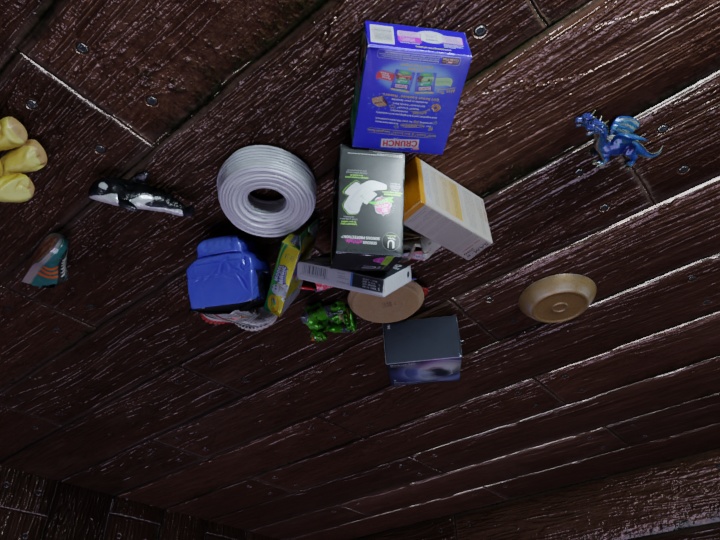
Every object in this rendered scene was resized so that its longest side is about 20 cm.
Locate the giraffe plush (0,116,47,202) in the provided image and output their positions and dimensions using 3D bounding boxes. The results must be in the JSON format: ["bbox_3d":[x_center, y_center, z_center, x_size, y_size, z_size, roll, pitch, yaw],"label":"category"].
[{"bbox_3d":[-0.702,-0.190,1.071,0.161,0.201,0.173,15,153,28],"label":"giraffe plush"}]

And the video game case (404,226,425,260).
[{"bbox_3d":[0.073,-0.084,1.325,0.198,0.018,0.143,8,141,-12],"label":"video game case"}]

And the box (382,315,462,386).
[{"bbox_3d":[0.166,0.222,1.606,0.198,0.124,0.199,-7,151,5],"label":"box"}]

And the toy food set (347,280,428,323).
[{"bbox_3d":[0.067,0.067,1.491,0.197,0.049,0.200,-19,138,20],"label":"toy food set"}]

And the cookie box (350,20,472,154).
[{"bbox_3d":[0.076,-0.300,1.004,0.170,0.076,0.201,4,141,-7],"label":"cookie box"}]

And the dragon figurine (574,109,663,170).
[{"bbox_3d":[0.489,-0.244,1.103,0.198,0.059,0.100,3,142,-3],"label":"dragon figurine"}]

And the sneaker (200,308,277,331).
[{"bbox_3d":[-0.303,0.099,1.495,0.198,0.078,0.082,5,140,-8],"label":"sneaker"}]

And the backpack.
[{"bbox_3d":[-0.274,0.012,1.321,0.161,0.169,0.200,-3,174,7],"label":"backpack"}]

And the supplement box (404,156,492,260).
[{"bbox_3d":[0.164,-0.121,1.194,0.199,0.127,0.073,26,134,-29],"label":"supplement box"}]

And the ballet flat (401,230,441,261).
[{"bbox_3d":[0.113,-0.055,1.289,0.198,0.073,0.068,-8,143,7],"label":"ballet flat"}]

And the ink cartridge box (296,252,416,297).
[{"bbox_3d":[0.000,0.000,1.257,0.197,0.200,0.044,11,103,23],"label":"ink cartridge box"}]

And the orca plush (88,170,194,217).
[{"bbox_3d":[-0.424,-0.157,1.172,0.198,0.105,0.072,15,106,-4],"label":"orca plush"}]

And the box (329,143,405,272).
[{"bbox_3d":[0.011,-0.110,1.110,0.123,0.202,0.149,4,168,-6],"label":"box"}]

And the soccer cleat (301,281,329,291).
[{"bbox_3d":[-0.071,0.019,1.401,0.198,0.077,0.067,1,143,-1],"label":"soccer cleat"}]

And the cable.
[{"bbox_3d":[-0.188,-0.153,1.185,0.199,0.070,0.200,-31,133,32],"label":"cable"}]

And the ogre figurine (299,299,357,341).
[{"bbox_3d":[-0.080,0.126,1.525,0.119,0.099,0.200,-10,180,7],"label":"ogre figurine"}]

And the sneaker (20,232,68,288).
[{"bbox_3d":[-0.691,-0.019,1.344,0.080,0.072,0.199,25,140,-36],"label":"sneaker"}]

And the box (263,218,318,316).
[{"bbox_3d":[-0.145,-0.013,1.272,0.048,0.117,0.201,25,119,5],"label":"box"}]

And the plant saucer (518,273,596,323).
[{"bbox_3d":[0.511,0.083,1.538,0.198,0.036,0.201,-1,142,-1],"label":"plant saucer"}]
